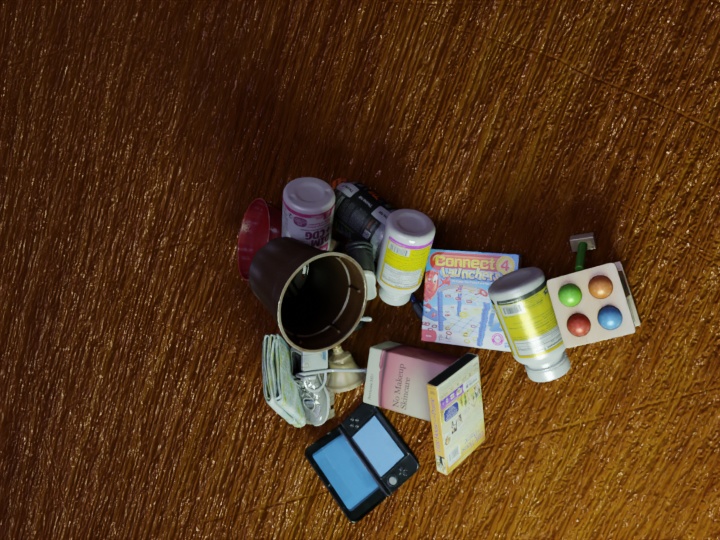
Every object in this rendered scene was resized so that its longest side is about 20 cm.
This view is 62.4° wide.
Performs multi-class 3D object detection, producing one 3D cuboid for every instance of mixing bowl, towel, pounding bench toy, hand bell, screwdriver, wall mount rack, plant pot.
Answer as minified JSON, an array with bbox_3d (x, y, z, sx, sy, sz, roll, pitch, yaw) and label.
[{"bbox_3d":[-0.219,-0.068,1.469,0.199,0.107,0.203,-24,61,54],"label":"mixing bowl"},{"bbox_3d":[-0.180,0.259,1.399,0.047,0.201,0.173,-13,58,8],"label":"towel"},{"bbox_3d":[0.422,0.025,1.104,0.123,0.155,0.203,-18,81,28],"label":"pounding bench toy"},{"bbox_3d":[-0.058,0.166,1.371,0.103,0.104,0.203,-10,103,28],"label":"hand bell"},{"bbox_3d":[0.106,0.039,1.354,0.029,0.028,0.202,-27,75,-5],"label":"screwdriver"},{"bbox_3d":[-0.061,0.168,1.308,0.074,0.172,0.203,1,91,52],"label":"wall mount rack"},{"bbox_3d":[-0.120,0.030,1.197,0.198,0.198,0.203,31,106,50],"label":"plant pot"}]

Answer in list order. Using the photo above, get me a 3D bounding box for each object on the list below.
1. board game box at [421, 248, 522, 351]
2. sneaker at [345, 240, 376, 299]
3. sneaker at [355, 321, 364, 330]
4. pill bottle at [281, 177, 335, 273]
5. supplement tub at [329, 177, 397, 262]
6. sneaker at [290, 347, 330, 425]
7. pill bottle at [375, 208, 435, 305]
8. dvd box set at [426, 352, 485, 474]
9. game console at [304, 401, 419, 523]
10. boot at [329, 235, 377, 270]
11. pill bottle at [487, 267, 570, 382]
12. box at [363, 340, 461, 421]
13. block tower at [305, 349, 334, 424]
[{"bbox_3d":[0.233,0.059,1.254,0.197,0.056,0.199,4,93,22],"label":"board game box"},{"bbox_3d":[0.000,0.000,1.298,0.070,0.200,0.101,-1,69,-4],"label":"sneaker"},{"bbox_3d":[-0.087,0.128,1.443,0.197,0.091,0.067,-3,68,5],"label":"sneaker"},{"bbox_3d":[-0.119,-0.096,1.324,0.113,0.113,0.201,36,142,24],"label":"pill bottle"},{"bbox_3d":[0.008,-0.119,1.353,0.199,0.122,0.123,40,108,22],"label":"supplement tub"},{"bbox_3d":[-0.131,0.266,1.393,0.074,0.082,0.203,-18,82,28],"label":"sneaker"},{"bbox_3d":[0.088,-0.022,1.253,0.104,0.104,0.202,35,137,24],"label":"pill bottle"},{"bbox_3d":[0.197,0.288,1.206,0.029,0.145,0.203,10,116,44],"label":"dvd box set"},{"bbox_3d":[0.004,0.432,1.363,0.176,0.116,0.201,-47,70,21],"label":"game console"},{"bbox_3d":[-0.045,0.022,1.416,0.199,0.073,0.156,34,106,36],"label":"boot"},{"bbox_3d":[0.330,0.105,1.142,0.111,0.112,0.202,-18,103,28],"label":"pill bottle"},{"bbox_3d":[0.120,0.241,1.297,0.198,0.109,0.130,9,95,26],"label":"box"},{"bbox_3d":[-0.100,0.270,1.455,0.053,0.058,0.203,-1,92,28],"label":"block tower"}]
